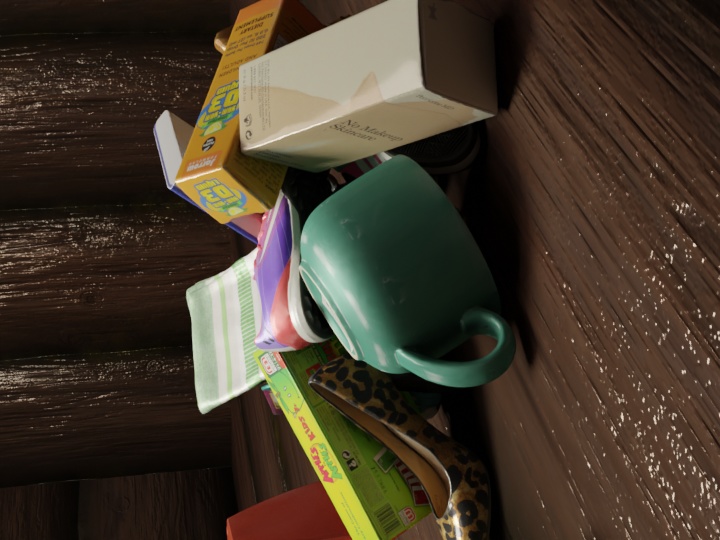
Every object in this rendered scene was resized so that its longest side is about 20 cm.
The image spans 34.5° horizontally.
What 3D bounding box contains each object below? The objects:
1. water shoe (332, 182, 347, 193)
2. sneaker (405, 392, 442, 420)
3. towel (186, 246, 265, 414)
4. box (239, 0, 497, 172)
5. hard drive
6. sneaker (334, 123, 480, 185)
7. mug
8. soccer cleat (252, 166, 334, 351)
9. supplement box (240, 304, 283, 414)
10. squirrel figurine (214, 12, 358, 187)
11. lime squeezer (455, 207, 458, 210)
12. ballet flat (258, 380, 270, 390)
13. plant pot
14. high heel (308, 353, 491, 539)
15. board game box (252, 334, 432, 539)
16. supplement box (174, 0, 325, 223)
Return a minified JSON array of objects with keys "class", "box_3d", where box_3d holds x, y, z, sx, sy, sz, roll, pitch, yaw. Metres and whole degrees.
[{"class":"water shoe","box_3d":[0.000,0.000,1.224,0.072,0.078,0.202,-92,0,-72]},{"class":"sneaker","box_3d":[0.035,0.044,1.104,0.080,0.077,0.202,110,141,-61]},{"class":"towel","box_3d":[-0.110,0.044,1.228,0.199,0.023,0.154,-30,56,32]},{"class":"box","box_3d":[0.002,-0.142,0.906,0.199,0.094,0.079,-13,74,44]},{"class":"hard drive","box_3d":[-0.101,-0.063,1.088,0.025,0.199,0.132,-48,32,15]},{"class":"sneaker","box_3d":[0.043,-0.091,1.014,0.199,0.084,0.121,21,158,46]},{"class":"mug","box_3d":[0.026,0.008,0.894,0.153,0.114,0.185,62,172,-22]},{"class":"soccer cleat","box_3d":[-0.065,-0.027,1.005,0.068,0.073,0.202,28,-131,-50]},{"class":"supplement box","box_3d":[-0.060,0.078,1.350,0.201,0.129,0.104,79,-178,-61]},{"class":"squirrel figurine","box_3d":[-0.039,-0.163,1.173,0.142,0.199,0.187,56,166,29]},{"class":"lime squeezer","box_3d":[0.052,-0.019,1.090,0.200,0.037,0.072,-177,82,-80]},{"class":"ballet flat","box_3d":[-0.026,0.081,1.203,0.070,0.198,0.072,25,-121,-52]},{"class":"plant pot","box_3d":[-0.091,0.418,1.595,0.200,0.174,0.202,-133,41,-73]},{"class":"high heel","box_3d":[0.031,0.163,0.968,0.072,0.141,0.202,123,145,-52]},{"class":"board game box","box_3d":[-0.002,0.136,1.038,0.201,0.101,0.048,61,145,4]},{"class":"supplement box","box_3d":[-0.091,-0.143,1.005,0.066,0.069,0.202,-12,52,38]}]
